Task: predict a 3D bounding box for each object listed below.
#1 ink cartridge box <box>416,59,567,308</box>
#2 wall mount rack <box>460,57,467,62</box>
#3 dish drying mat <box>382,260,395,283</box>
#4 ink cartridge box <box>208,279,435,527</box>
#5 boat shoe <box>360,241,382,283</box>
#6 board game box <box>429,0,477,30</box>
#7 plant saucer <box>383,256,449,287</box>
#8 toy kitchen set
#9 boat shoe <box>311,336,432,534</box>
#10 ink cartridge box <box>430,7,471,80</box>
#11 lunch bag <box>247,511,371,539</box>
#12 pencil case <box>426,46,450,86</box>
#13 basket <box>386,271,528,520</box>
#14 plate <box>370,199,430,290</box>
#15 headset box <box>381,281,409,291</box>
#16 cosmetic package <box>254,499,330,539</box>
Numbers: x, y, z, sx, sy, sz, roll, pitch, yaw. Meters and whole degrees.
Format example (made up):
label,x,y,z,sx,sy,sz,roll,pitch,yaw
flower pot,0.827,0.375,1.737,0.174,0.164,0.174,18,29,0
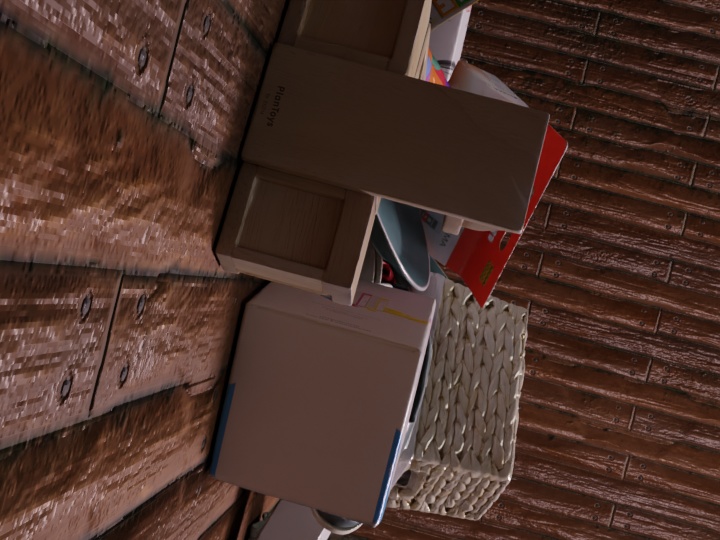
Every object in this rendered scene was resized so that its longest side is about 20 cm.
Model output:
label,x,y,z,sx,sy,sz,roll,pitch,yaw
ink cartridge box,0.097,-0.081,1.092,0.164,0.050,0.200,-64,-160,17
wall mount rack,0.152,-0.306,2.269,0.175,0.074,0.202,-70,172,-53
dish drying mat,0.000,0.000,1.239,0.200,0.076,0.018,59,47,-84
ink cartridge box,-0.020,0.080,0.911,0.200,0.124,0.130,-55,159,-79
boat shoe,-0.027,0.052,1.073,0.062,0.074,0.203,-50,155,-76
board game box,0.091,-0.249,0.997,0.199,0.034,0.135,-27,-161,32
plant saucer,0.043,-0.009,1.315,0.036,0.201,0.200,-38,172,-4
toy kitchen set,0.023,-0.063,0.767,0.181,0.161,0.202,88,17,-75
boat shoe,0.011,0.124,1.037,0.201,0.072,0.062,-65,-175,-34
ink cartridge box,0.056,-0.204,1.274,0.145,0.083,0.203,-61,164,-75
lunch bag,-0.026,0.342,1.194,0.118,0.197,0.166,37,66,-85
pencil case,0.043,-0.126,0.990,0.200,0.087,0.089,51,51,-59
basket,0.083,0.124,1.178,0.136,0.122,0.202,112,-10,-58
plate,0.013,-0.076,1.031,0.200,0.025,0.203,-20,91,-77
headset box,-0.012,0.084,1.225,0.200,0.074,0.151,145,-42,-84
cosmetic package,-0.060,0.234,1.069,0.201,0.050,0.083,-58,169,-19
